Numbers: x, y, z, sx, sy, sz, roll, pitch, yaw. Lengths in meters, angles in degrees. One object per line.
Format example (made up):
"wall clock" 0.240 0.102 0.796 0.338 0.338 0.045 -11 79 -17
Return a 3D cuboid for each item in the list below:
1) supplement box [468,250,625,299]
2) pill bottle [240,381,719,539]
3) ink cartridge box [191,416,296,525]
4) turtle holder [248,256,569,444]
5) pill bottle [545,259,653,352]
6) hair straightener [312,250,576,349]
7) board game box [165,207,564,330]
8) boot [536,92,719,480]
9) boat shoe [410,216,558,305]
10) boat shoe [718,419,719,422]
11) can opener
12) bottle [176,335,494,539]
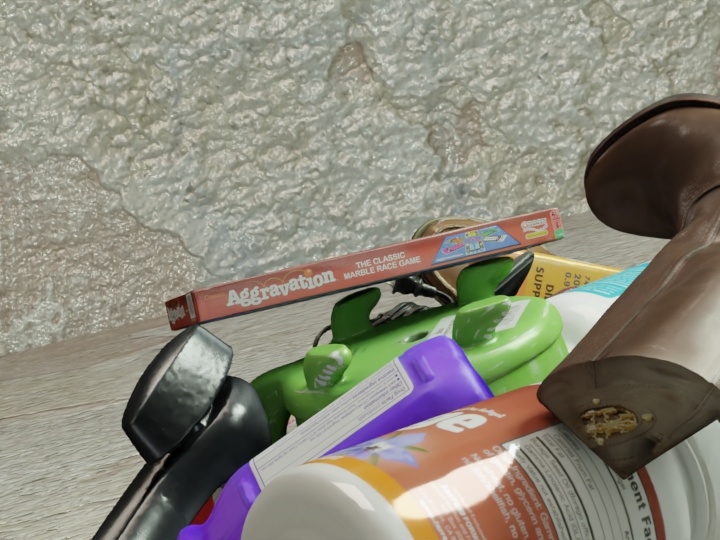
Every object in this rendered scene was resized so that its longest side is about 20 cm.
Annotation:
"supplement box" 0.166 0.032 1.411 0.198 0.067 0.069 10 -1 -15
"pill bottle" 0.058 0.108 0.894 0.199 0.113 0.112 -16 5 -39
"ink cartridge box" -0.044 0.121 1.296 0.198 0.068 0.116 -12 6 0
"turtle holder" 0.025 0.084 1.142 0.184 0.133 0.141 -20 12 -11
"pill bottle" 0.150 0.058 1.274 0.110 0.112 0.199 -9 5 41
"hair straightener" 0.035 0.038 1.276 0.199 0.077 0.041 -31 -27 -35
"board game box" 0.000 0.000 1.189 0.198 0.020 0.103 -13 0 -14
"boot" 0.117 0.007 0.917 0.186 0.064 0.200 -15 29 51
"boat shoe" 0.126 0.022 1.469 0.199 0.072 0.068 27 -4 -9
"boat shoe" 0.187 0.084 1.168 0.071 0.060 0.200 -11 5 28
"can opener" -0.107 0.123 1.088 0.063 0.078 0.201 -37 21 58
"bottle" -0.021 0.114 0.993 0.199 0.084 0.065 -36 39 4
